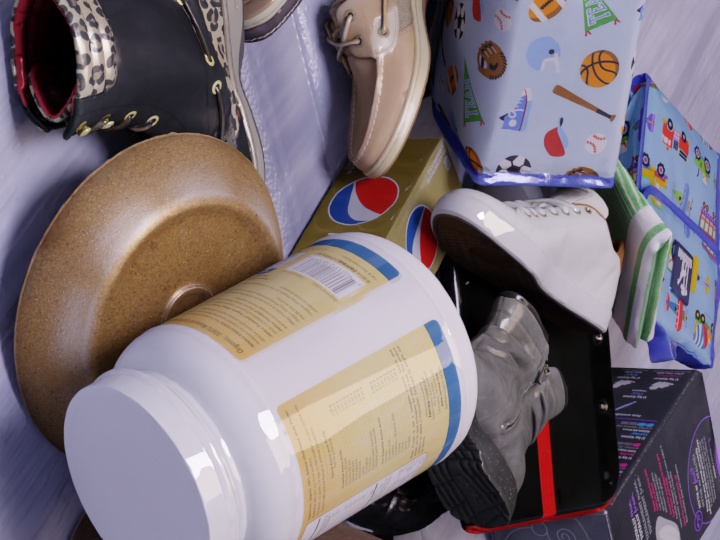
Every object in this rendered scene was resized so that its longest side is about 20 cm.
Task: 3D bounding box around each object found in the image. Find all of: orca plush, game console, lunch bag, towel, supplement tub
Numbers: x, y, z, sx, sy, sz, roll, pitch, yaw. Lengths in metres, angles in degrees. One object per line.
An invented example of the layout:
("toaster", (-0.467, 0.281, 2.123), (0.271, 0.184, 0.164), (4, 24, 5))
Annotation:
("orca plush", (0.027, 0.131, 1.833), (0.200, 0.071, 0.106), (42, 55, -52))
("game console", (0.115, 0.075, 1.903), (0.176, 0.031, 0.201), (-3, 87, -48))
("lunch bag", (0.104, -0.170, 1.855), (0.200, 0.123, 0.171), (-114, -149, -59))
("lunch bag", (0.216, -0.022, 2.099), (0.150, 0.094, 0.201), (38, 43, -53))
("towel", (0.164, -0.061, 1.961), (0.153, 0.023, 0.201), (90, -24, -59))
("supplement tub", (-0.049, 0.078, 1.514), (0.199, 0.144, 0.146), (-28, 115, -35))

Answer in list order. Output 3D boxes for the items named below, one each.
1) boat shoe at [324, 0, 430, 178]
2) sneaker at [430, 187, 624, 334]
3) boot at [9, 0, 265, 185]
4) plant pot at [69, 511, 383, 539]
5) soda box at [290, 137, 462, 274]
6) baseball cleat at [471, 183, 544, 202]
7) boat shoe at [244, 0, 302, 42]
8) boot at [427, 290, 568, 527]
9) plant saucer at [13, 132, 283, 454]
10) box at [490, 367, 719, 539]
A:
("boat shoe", (0.007, -0.159, 1.817), (0.064, 0.071, 0.201), (14, 69, -20))
("sneaker", (0.114, -0.029, 1.834), (0.200, 0.073, 0.085), (34, 74, -53))
("boot", (-0.129, -0.084, 1.571), (0.153, 0.073, 0.205), (-22, 114, -51))
("plant pot", (-0.045, 0.211, 1.581), (0.187, 0.199, 0.188), (2, 88, -60))
("soda box", (0.000, 0.000, 1.790), (0.200, 0.067, 0.064), (-61, 140, -40))
("baseball cleat", (0.090, 0.017, 1.943), (0.106, 0.069, 0.201), (11, 79, -63))
("boat shoe", (-0.032, -0.204, 1.735), (0.065, 0.072, 0.201), (61, 35, -33))
("boot", (0.073, 0.059, 1.785), (0.131, 0.067, 0.201), (-62, 143, -37))
("plant saucer", (-0.108, 0.023, 1.563), (0.200, 0.035, 0.201), (-22, 123, -39))
("box", (0.187, 0.173, 2.077), (0.200, 0.105, 0.123), (-48, 131, -50))
